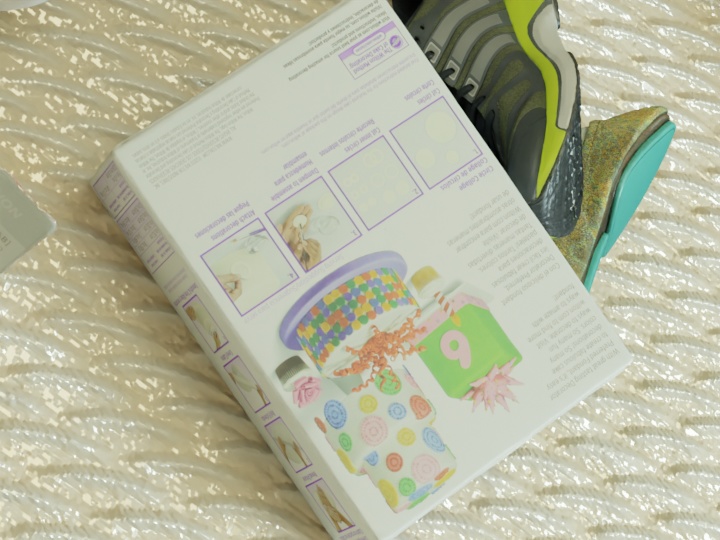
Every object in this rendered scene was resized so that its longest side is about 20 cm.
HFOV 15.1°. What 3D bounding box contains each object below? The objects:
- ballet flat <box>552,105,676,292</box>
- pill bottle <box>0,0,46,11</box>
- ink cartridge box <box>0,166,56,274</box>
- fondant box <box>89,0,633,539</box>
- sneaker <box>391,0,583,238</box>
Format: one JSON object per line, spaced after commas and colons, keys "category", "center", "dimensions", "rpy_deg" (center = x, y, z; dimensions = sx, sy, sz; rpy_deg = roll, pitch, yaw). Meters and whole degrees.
{"category": "ballet flat", "center": [0.095, -0.024, 1.287], "dimensions": [0.071, 0.071, 0.200], "rpy_deg": [42, 44, -12]}
{"category": "pill bottle", "center": [-0.137, -0.214, 1.168], "dimensions": [0.111, 0.111, 0.200], "rpy_deg": [37, 47, -17]}
{"category": "ink cartridge box", "center": [-0.201, -0.042, 0.949], "dimensions": [0.162, 0.200, 0.050], "rpy_deg": [46, 45, -9]}
{"category": "fondant box", "center": [0.000, 0.000, 1.158], "dimensions": [0.144, 0.058, 0.200], "rpy_deg": [-34, 88, -21]}
{"category": "sneaker", "center": [0.058, -0.081, 1.260], "dimensions": [0.081, 0.074, 0.200], "rpy_deg": [-7, 38, -1]}
